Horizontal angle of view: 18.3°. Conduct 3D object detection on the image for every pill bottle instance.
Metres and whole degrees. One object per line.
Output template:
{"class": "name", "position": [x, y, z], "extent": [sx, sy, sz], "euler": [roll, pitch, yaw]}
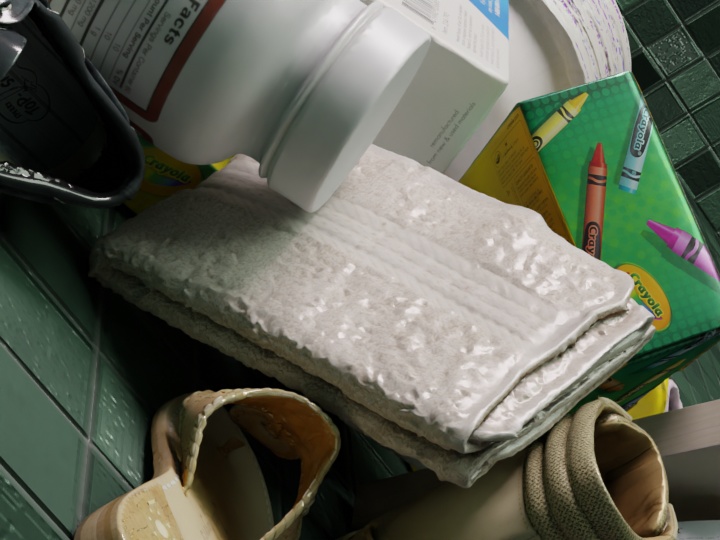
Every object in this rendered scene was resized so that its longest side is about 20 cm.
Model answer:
{"class": "pill bottle", "position": [-0.077, -0.113, 0.879], "extent": [0.200, 0.112, 0.112], "euler": [35, 13, 3]}

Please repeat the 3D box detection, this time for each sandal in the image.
{"class": "sandal", "position": [-0.039, 0.078, 0.821], "extent": [0.078, 0.070, 0.212], "euler": [58, 13, -4]}

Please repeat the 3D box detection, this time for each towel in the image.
{"class": "towel", "position": [0.005, 0.005, 0.881], "extent": [0.200, 0.035, 0.132], "euler": [26, 41, 28]}

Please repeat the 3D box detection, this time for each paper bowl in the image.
{"class": "paper bowl", "position": [0.051, -0.118, 1.331], "extent": [0.201, 0.200, 0.104], "euler": [56, 46, -11]}

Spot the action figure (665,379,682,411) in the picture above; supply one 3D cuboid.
{"class": "action figure", "position": [0.157, 0.171, 1.186], "extent": [0.134, 0.149, 0.200], "euler": [59, -2, -24]}

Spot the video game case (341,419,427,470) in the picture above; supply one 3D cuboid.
{"class": "video game case", "position": [0.000, 0.000, 1.057], "extent": [0.143, 0.017, 0.200], "euler": [38, 30, -57]}

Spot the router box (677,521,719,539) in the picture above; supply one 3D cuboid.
{"class": "router box", "position": [0.195, 0.192, 0.967], "extent": [0.049, 0.199, 0.180], "euler": [-98, -172, -60]}

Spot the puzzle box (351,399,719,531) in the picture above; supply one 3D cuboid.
{"class": "puzzle box", "position": [0.112, 0.120, 1.010], "extent": [0.133, 0.200, 0.025], "euler": [48, 38, -40]}

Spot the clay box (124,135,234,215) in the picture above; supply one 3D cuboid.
{"class": "clay box", "position": [-0.083, -0.066, 1.021], "extent": [0.200, 0.048, 0.115], "euler": [44, 21, -52]}

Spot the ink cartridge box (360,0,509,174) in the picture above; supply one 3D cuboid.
{"class": "ink cartridge box", "position": [-0.031, -0.133, 1.012], "extent": [0.200, 0.067, 0.116], "euler": [32, 24, -11]}

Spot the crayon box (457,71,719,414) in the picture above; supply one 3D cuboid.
{"class": "crayon box", "position": [0.087, 0.007, 1.004], "extent": [0.200, 0.058, 0.119], "euler": [126, -55, -68]}

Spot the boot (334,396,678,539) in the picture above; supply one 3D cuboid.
{"class": "boot", "position": [0.055, 0.110, 0.900], "extent": [0.073, 0.155, 0.200], "euler": [60, 13, 8]}

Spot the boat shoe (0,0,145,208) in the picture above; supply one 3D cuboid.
{"class": "boat shoe", "position": [-0.137, -0.074, 0.773], "extent": [0.066, 0.075, 0.199], "euler": [31, -13, 35]}

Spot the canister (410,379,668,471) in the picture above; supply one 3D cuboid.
{"class": "canister", "position": [0.102, 0.052, 1.227], "extent": [0.087, 0.148, 0.200], "euler": [56, 16, -7]}
